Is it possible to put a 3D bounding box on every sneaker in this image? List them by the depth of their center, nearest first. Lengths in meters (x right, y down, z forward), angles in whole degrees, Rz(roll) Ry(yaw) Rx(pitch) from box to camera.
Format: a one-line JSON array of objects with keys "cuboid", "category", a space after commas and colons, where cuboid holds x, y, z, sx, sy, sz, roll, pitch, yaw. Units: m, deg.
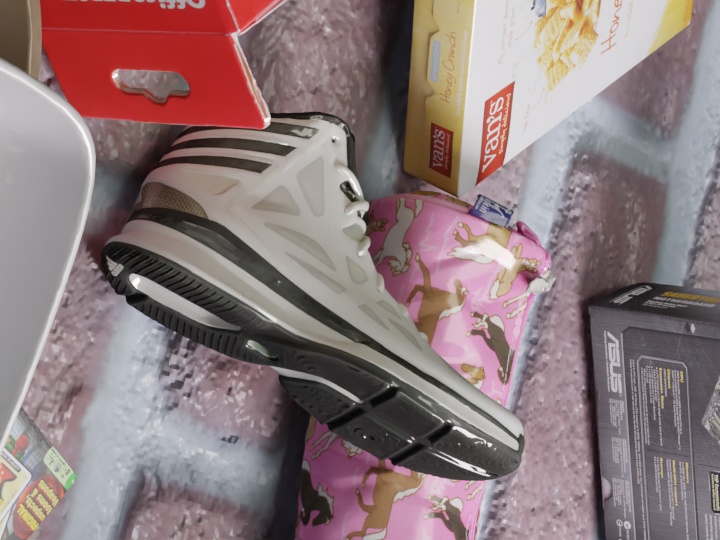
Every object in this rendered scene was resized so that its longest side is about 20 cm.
[{"cuboid": [0.000, 0.000, 1.070, 0.200, 0.076, 0.116, 32, 64, -12], "category": "sneaker"}]

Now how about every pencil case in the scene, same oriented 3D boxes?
[{"cuboid": [0.025, 0.065, 1.139, 0.083, 0.086, 0.201, 20, 82, -42], "category": "pencil case"}]

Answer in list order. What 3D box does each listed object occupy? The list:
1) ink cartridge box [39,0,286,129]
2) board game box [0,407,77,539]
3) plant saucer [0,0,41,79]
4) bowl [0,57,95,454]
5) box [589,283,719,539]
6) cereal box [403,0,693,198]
[{"cuboid": [-0.088, -0.157, 0.962, 0.067, 0.116, 0.200, -43, 126, -37], "category": "ink cartridge box"}, {"cuboid": [-0.186, 0.057, 0.928, 0.105, 0.023, 0.200, -50, 137, -17], "category": "board game box"}, {"cuboid": [-0.200, -0.084, 0.915, 0.200, 0.029, 0.201, -10, 104, -47], "category": "plant saucer"}, {"cuboid": [-0.189, 0.009, 0.814, 0.200, 0.074, 0.200, 23, 88, -56], "category": "bowl"}, {"cuboid": [0.196, 0.115, 1.272, 0.048, 0.158, 0.201, -20, 109, -44], "category": "box"}, {"cuboid": [0.096, -0.140, 1.192, 0.200, 0.039, 0.144, -38, 144, -38], "category": "cereal box"}]
